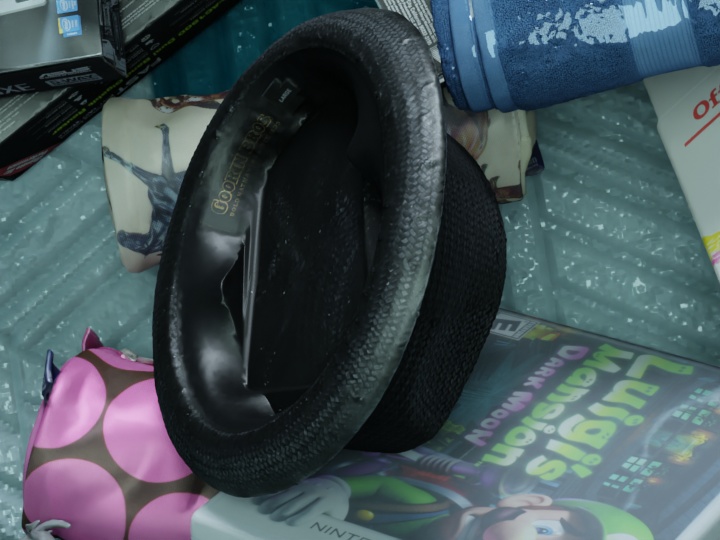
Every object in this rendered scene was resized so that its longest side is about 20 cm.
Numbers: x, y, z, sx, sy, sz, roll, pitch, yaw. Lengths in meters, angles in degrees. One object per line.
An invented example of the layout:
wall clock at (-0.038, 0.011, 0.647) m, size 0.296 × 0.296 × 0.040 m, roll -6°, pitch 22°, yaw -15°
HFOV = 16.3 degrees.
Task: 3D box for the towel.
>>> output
towel at (0.125, -0.130, 0.987) m, size 0.200 × 0.049 × 0.112 m, roll -12°, pitch 66°, yaw 13°

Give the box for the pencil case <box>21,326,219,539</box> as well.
pencil case at (-0.047, 0.095, 1.089) m, size 0.200 × 0.091 × 0.094 m, roll 18°, pitch 61°, yaw 7°

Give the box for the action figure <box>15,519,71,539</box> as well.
action figure at (-0.201, 0.164, 1.084) m, size 0.200 × 0.130 × 0.069 m, roll -37°, pitch 36°, yaw 15°

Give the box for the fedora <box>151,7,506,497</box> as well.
fedora at (0.000, 0.000, 0.999) m, size 0.092 × 0.200 × 0.201 m, roll 20°, pitch 86°, yaw -34°

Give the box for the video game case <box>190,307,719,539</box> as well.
video game case at (0.063, 0.080, 1.003) m, size 0.182 × 0.200 × 0.023 m, roll 15°, pitch 124°, yaw 32°

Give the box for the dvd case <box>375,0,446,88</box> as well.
dvd case at (0.083, -0.182, 1.053) m, size 0.200 × 0.022 × 0.146 m, roll -29°, pitch 75°, yaw 8°

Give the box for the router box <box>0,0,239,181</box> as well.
router box at (-0.134, -0.159, 1.135) m, size 0.200 × 0.062 × 0.150 m, roll -38°, pitch 81°, yaw 2°

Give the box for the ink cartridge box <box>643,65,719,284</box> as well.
ink cartridge box at (0.194, -0.042, 1.010) m, size 0.117 × 0.067 × 0.200 m, roll -42°, pitch 44°, yaw 29°

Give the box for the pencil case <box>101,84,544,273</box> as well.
pencil case at (-0.022, -0.054, 1.103) m, size 0.200 × 0.089 × 0.078 m, roll -11°, pitch 111°, yaw 7°

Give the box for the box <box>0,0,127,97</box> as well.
box at (-0.191, -0.171, 1.087) m, size 0.157 × 0.050 × 0.200 m, roll -8°, pitch 81°, yaw 7°
